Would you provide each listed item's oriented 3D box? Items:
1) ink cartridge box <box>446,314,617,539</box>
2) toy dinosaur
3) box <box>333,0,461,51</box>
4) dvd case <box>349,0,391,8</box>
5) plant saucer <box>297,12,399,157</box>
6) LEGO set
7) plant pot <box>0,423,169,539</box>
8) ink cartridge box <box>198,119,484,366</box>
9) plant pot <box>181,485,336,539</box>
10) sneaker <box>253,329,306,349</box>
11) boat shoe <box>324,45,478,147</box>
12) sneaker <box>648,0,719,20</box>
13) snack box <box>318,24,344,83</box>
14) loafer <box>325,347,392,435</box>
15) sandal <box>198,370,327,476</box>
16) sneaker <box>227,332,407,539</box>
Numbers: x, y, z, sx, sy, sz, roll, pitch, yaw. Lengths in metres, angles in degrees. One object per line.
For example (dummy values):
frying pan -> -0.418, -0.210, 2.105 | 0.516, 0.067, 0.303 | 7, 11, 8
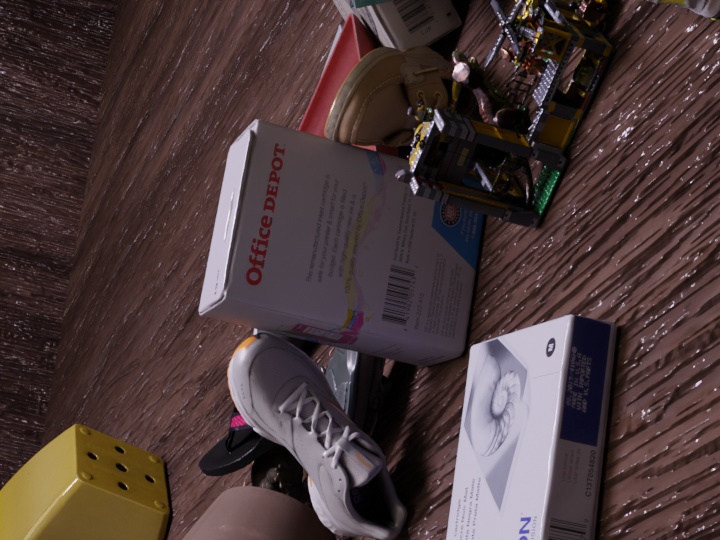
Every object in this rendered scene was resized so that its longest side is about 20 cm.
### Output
ink cartridge box -> 0.095, 0.141, 1.019 | 0.200, 0.041, 0.200 | 149, 133, -65
toy dinosaur -> -0.072, 0.180, 1.436 | 0.102, 0.077, 0.200 | -27, 54, 49
box -> 0.022, -0.261, 1.439 | 0.068, 0.082, 0.200 | -32, 21, -3
dvd case -> 0.048, -0.288, 1.333 | 0.200, 0.146, 0.022 | -104, 3, -58
plant saucer -> -0.016, -0.100, 1.422 | 0.200, 0.037, 0.200 | 118, 154, -42
LEGO set -> 0.089, -0.132, 1.115 | 0.154, 0.116, 0.200 | -101, 31, -53
plant pot -> -0.353, 0.323, 2.008 | 0.177, 0.200, 0.200 | -57, 23, 18
ink cartridge box -> -0.014, -0.018, 1.207 | 0.085, 0.200, 0.145 | 154, 128, -67
plant pot -> -0.103, 0.284, 1.307 | 0.200, 0.200, 0.175 | -48, 16, 55
sneaker -> -0.068, -0.007, 1.580 | 0.099, 0.071, 0.200 | 139, 135, -58
boat shoe -> 0.040, -0.133, 1.210 | 0.200, 0.069, 0.074 | -33, -31, -59
sneaker -> 0.178, -0.216, 0.980 | 0.200, 0.076, 0.076 | -123, 48, -68
snack box -> -0.010, -0.156, 1.560 | 0.200, 0.037, 0.116 | -105, 32, -56
loafer -> 0.007, 0.083, 1.299 | 0.072, 0.063, 0.201 | -135, 49, -66
sandal -> -0.077, 0.123, 1.401 | 0.200, 0.045, 0.075 | -34, 19, 28
sneaker -> -0.024, 0.131, 1.209 | 0.076, 0.200, 0.092 | -43, 20, -21
